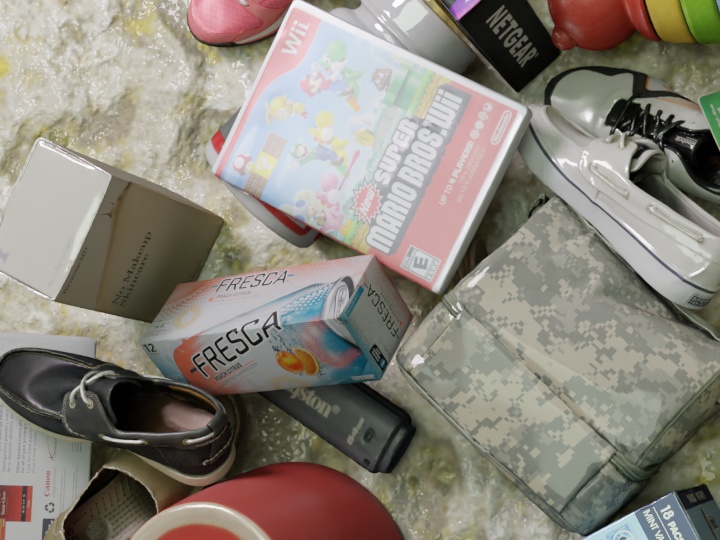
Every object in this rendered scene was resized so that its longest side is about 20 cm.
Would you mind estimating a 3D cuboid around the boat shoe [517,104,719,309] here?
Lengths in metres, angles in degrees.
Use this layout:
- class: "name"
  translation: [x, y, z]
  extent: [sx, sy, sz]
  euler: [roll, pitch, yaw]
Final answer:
- class: "boat shoe"
  translation: [0.184, -0.061, 1.136]
  extent: [0.200, 0.072, 0.066]
  euler: [52, 124, 33]

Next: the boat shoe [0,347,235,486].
- class: "boat shoe"
  translation: [-0.186, 0.095, 1.218]
  extent: [0.198, 0.068, 0.072]
  euler: [18, 60, 14]

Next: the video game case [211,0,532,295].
- class: "video game case"
  translation: [0.005, -0.090, 1.164]
  extent: [0.199, 0.017, 0.144]
  euler: [28, 94, 20]

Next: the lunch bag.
- class: "lunch bag"
  translation: [0.153, 0.065, 1.147]
  extent: [0.200, 0.139, 0.168]
  euler: [44, 102, 19]

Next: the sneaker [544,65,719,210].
- class: "sneaker"
  translation: [0.220, -0.100, 1.178]
  extent: [0.199, 0.080, 0.074]
  euler: [25, 94, 22]

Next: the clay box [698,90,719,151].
- class: "clay box"
  translation: [0.341, -0.105, 1.108]
  extent: [0.198, 0.048, 0.116]
  euler: [-19, 76, -13]

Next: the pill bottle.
- class: "pill bottle"
  translation: [-0.014, -0.125, 1.245]
  extent: [0.200, 0.114, 0.114]
  euler: [-46, 72, 9]

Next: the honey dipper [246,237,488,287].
- class: "honey dipper"
  translation: [0.000, 0.000, 1.266]
  extent: [0.198, 0.038, 0.038]
  euler: [-4, 82, 21]

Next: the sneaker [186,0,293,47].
- class: "sneaker"
  translation: [-0.062, -0.248, 1.291]
  extent: [0.199, 0.087, 0.074]
  euler: [-28, 74, 15]

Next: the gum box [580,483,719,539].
- class: "gum box"
  translation: [0.148, 0.212, 1.116]
  extent: [0.199, 0.170, 0.045]
  euler: [-31, 75, 13]

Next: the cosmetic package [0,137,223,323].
- class: "cosmetic package"
  translation: [-0.191, -0.024, 1.249]
  extent: [0.073, 0.200, 0.104]
  euler: [26, 93, 19]

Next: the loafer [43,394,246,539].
- class: "loafer"
  translation: [-0.160, 0.162, 1.254]
  extent: [0.076, 0.067, 0.200]
  euler: [42, 72, -1]

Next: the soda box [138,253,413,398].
- class: "soda box"
  translation: [-0.064, 0.043, 1.191]
  extent: [0.199, 0.064, 0.069]
  euler: [-9, 37, 38]

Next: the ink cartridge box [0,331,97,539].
- class: "ink cartridge box"
  translation: [-0.305, 0.149, 1.280]
  extent: [0.084, 0.174, 0.202]
  euler: [-10, 75, 63]

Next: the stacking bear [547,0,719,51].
- class: "stacking bear"
  translation: [0.231, -0.211, 1.176]
  extent: [0.198, 0.114, 0.123]
  euler: [-11, 80, 23]

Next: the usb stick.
- class: "usb stick"
  translation: [-0.047, 0.086, 1.274]
  extent: [0.199, 0.033, 0.056]
  euler: [33, 94, 20]

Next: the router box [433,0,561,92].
- class: "router box"
  translation: [0.065, -0.219, 1.182]
  extent: [0.051, 0.200, 0.150]
  euler: [-41, 72, 8]

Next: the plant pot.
- class: "plant pot"
  translation: [-0.081, 0.239, 1.191]
  extent: [0.198, 0.177, 0.203]
  euler: [-2, 83, 19]
